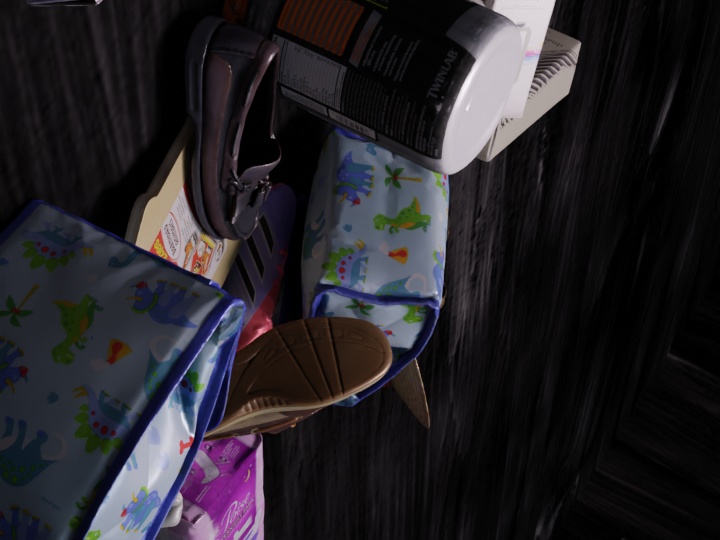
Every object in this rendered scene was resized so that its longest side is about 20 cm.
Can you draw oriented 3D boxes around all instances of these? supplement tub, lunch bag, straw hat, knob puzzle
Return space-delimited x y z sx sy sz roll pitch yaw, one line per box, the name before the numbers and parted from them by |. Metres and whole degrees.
supplement tub | 0.006 -0.162 1.230 0.123 0.199 0.123 -51 159 -29
lunch bag | 0.000 0.000 1.451 0.200 0.127 0.171 105 -8 -60
lunch bag | -0.185 0.074 1.081 0.201 0.169 0.127 -65 161 -2
straw hat | -0.002 0.073 1.671 0.085 0.202 0.201 -16 149 -5
knob puzzle | -0.152 0.004 1.265 0.220 0.030 0.221 15 90 -75

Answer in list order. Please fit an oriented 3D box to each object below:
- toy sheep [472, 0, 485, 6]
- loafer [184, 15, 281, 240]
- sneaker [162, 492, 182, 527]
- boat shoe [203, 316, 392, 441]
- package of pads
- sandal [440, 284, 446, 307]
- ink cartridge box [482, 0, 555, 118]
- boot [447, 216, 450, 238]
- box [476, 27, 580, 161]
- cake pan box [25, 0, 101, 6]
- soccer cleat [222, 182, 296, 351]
toy sheep | 0.055 -0.193 1.438 0.201 0.137 0.138 -77 178 -50
loafer | -0.086 -0.092 1.232 0.201 0.063 0.072 88 22 -46
sneaker | -0.216 0.213 1.322 0.200 0.081 0.075 -42 153 -45
boat shoe | -0.071 0.094 1.347 0.199 0.072 0.072 -21 162 -5
package of pads | -0.143 0.228 1.542 0.121 0.075 0.201 -52 158 -37
sandal | 0.058 0.018 1.666 0.057 0.080 0.201 -16 160 -5
ink cartridge box | 0.110 -0.218 1.542 0.067 0.117 0.201 -3 126 -25
boot | 0.063 -0.086 1.675 0.097 0.074 0.200 -62 160 6
box | 0.150 -0.190 1.759 0.200 0.082 0.069 -43 151 -49
cake pan box | -0.135 -0.254 0.829 0.200 0.052 0.185 -58 136 -40
soccer cleat | -0.093 0.026 1.405 0.201 0.076 0.067 -62 161 -4
